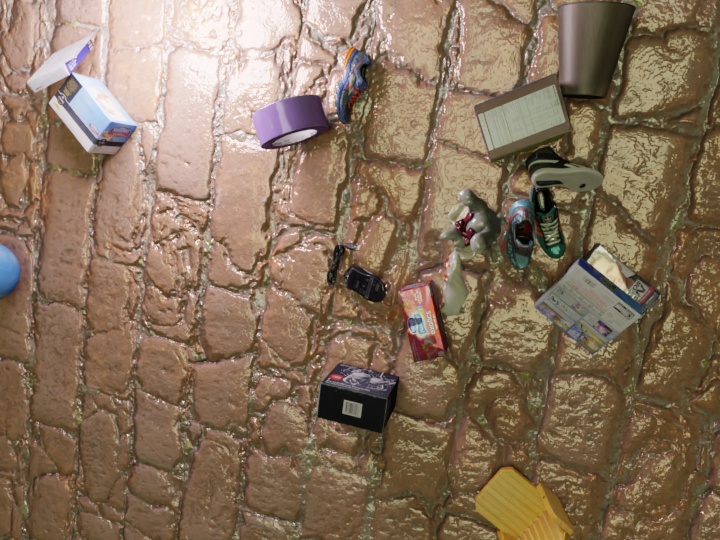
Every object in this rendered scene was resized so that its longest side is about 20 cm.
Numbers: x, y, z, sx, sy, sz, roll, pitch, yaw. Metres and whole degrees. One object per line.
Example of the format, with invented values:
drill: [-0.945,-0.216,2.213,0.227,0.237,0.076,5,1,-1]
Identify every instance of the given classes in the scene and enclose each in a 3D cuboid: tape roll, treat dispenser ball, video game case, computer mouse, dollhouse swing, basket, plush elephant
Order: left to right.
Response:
treat dispenser ball: [-1.255,0.005,1.887,0.195,0.201,0.207,2,99,14]
tape roll: [-0.191,-0.404,1.545,0.195,0.200,0.087,-16,95,16]
computer mouse: [0.000,0.000,1.634,0.196,0.046,0.144,19,107,24]
plush elephant: [0.283,-0.109,1.492,0.153,0.198,0.169,-24,78,39]
dollhouse swing: [0.437,0.689,1.556,0.174,0.182,0.202,33,106,-13]
video game case: [0.582,0.094,1.449,0.199,0.045,0.182,40,133,7]
basket: [0.556,-0.527,1.366,0.176,0.136,0.206,8,104,17]

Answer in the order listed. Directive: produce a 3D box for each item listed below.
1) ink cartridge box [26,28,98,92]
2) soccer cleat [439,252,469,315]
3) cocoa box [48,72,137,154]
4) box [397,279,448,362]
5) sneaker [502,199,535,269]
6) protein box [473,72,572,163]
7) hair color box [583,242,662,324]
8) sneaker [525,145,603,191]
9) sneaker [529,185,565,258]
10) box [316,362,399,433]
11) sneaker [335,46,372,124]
ink cartridge box: [-0.890,-0.638,1.713,0.196,0.203,0.041,-17,132,19]
soccer cleat: [0.262,0.037,1.537,0.075,0.070,0.204,4,126,3]
cocoa box: [-0.821,-0.480,1.737,0.131,0.133,0.201,-41,86,16]
box: [0.177,0.140,1.575,0.093,0.100,0.205,-13,95,16]
sneaker: [0.412,-0.076,1.457,0.077,0.097,0.204,-4,127,10]
protein box: [0.396,-0.368,1.392,0.196,0.198,0.138,-18,94,16]
hair color box: [0.658,0.033,1.451,0.199,0.060,0.101,40,106,7]
sneaker: [0.519,-0.269,1.442,0.194,0.114,0.074,3,143,-13]
sneaker: [0.484,-0.125,1.464,0.070,0.080,0.205,-18,93,16]
box: [-0.004,0.359,1.612,0.195,0.182,0.107,10,100,12]
sneaker: [-0.020,-0.506,1.552,0.077,0.075,0.205,15,103,9]
